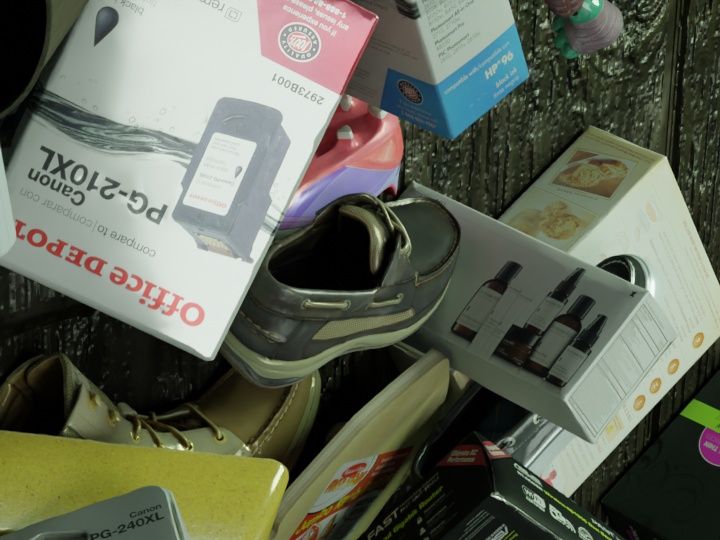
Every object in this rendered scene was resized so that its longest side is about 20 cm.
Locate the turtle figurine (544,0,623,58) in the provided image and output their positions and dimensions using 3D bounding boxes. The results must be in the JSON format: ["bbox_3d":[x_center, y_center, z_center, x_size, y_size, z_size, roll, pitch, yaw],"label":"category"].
[{"bbox_3d":[0.092,-0.203,1.547,0.200,0.100,0.150,30,88,-52],"label":"turtle figurine"}]

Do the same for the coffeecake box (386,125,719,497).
[{"bbox_3d":[0.127,0.037,1.701,0.200,0.073,0.154,-45,132,-19],"label":"coffeecake box"}]

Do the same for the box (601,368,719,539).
[{"bbox_3d":[0.294,0.180,1.833,0.149,0.200,0.125,-46,135,-18],"label":"box"}]

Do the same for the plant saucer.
[{"bbox_3d":[-0.151,0.186,1.450,0.199,0.049,0.201,7,120,-21],"label":"plant saucer"}]

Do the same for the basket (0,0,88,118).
[{"bbox_3d":[-0.157,-0.189,1.258,0.200,0.136,0.181,-57,-179,-40],"label":"basket"}]

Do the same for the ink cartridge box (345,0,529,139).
[{"bbox_3d":[0.011,-0.182,1.460,0.068,0.116,0.201,-39,132,-24],"label":"ink cartridge box"}]

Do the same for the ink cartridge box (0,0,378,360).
[{"bbox_3d":[-0.103,-0.074,1.391,0.144,0.084,0.201,25,91,-17],"label":"ink cartridge box"}]

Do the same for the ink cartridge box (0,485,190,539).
[{"bbox_3d":[-0.132,0.228,1.401,0.144,0.084,0.201,-19,126,-2],"label":"ink cartridge box"}]

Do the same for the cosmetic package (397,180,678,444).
[{"bbox_3d":[0.080,0.020,1.559,0.083,0.200,0.051,-49,135,-14],"label":"cosmetic package"}]

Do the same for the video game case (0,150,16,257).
[{"bbox_3d":[-0.255,-0.099,1.202,0.022,0.199,0.183,-52,142,-52],"label":"video game case"}]

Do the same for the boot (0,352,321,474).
[{"bbox_3d":[-0.120,0.087,1.500,0.200,0.073,0.156,-47,133,-12],"label":"boot"}]

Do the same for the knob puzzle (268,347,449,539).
[{"bbox_3d":[-0.016,0.122,1.574,0.220,0.030,0.220,-46,163,-18],"label":"knob puzzle"}]

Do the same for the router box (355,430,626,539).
[{"bbox_3d":[0.056,0.207,1.582,0.150,0.062,0.200,37,110,-28],"label":"router box"}]

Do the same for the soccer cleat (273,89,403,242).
[{"bbox_3d":[-0.052,-0.028,1.515,0.200,0.067,0.077,-37,135,-28],"label":"soccer cleat"}]

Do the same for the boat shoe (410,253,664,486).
[{"bbox_3d":[0.100,0.062,1.597,0.200,0.070,0.066,-48,134,-4],"label":"boat shoe"}]

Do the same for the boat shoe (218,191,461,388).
[{"bbox_3d":[0.000,0.000,1.481,0.200,0.074,0.073,-33,161,-49],"label":"boat shoe"}]
